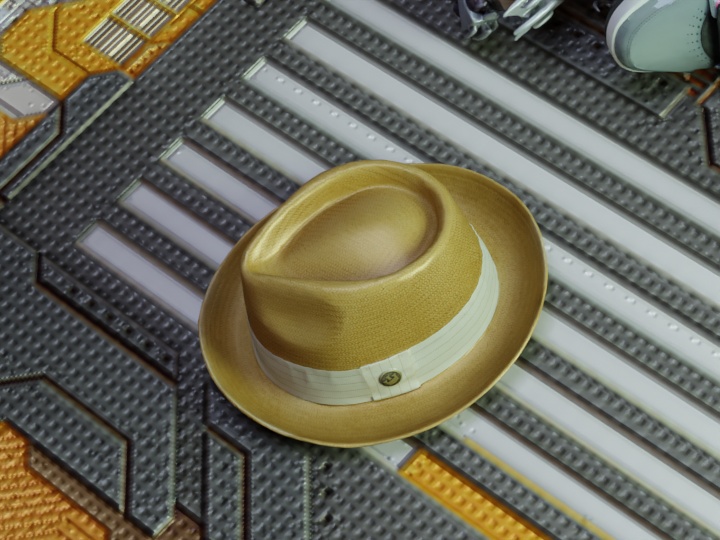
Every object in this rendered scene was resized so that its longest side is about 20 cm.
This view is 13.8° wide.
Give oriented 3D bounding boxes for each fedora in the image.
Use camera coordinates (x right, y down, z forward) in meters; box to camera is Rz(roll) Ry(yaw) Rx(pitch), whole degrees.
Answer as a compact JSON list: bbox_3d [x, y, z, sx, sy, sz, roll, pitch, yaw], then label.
[{"bbox_3d":[0.000,0.000,1.626,0.200,0.082,0.201,-9,52,12],"label":"fedora"}]

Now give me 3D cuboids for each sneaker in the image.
[{"bbox_3d":[0.241,-0.124,1.648,0.199,0.084,0.121,-16,42,4],"label":"sneaker"}]

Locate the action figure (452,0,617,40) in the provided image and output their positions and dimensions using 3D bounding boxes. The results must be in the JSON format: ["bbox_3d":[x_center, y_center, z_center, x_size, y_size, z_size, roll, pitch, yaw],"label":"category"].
[{"bbox_3d":[0.082,-0.204,1.764,0.200,0.070,0.130,33,63,29],"label":"action figure"}]
